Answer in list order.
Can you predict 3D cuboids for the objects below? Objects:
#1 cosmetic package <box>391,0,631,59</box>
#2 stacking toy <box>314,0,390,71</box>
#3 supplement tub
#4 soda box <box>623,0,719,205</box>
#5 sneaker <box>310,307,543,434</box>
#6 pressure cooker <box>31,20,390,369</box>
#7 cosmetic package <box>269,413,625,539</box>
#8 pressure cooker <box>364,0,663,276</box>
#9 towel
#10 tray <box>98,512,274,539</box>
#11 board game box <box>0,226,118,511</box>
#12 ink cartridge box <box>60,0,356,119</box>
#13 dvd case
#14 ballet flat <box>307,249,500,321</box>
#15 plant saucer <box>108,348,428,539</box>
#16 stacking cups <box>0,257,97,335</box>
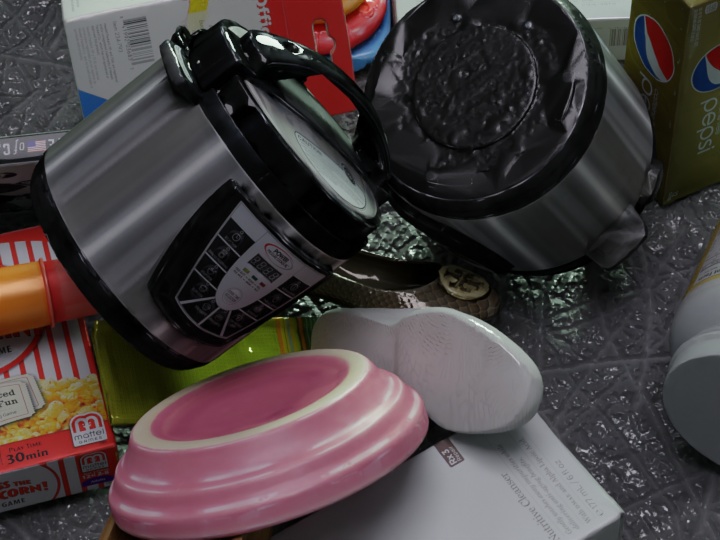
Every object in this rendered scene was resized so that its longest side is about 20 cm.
[{"bbox_3d":[0.123,-0.229,1.677,0.199,0.052,0.151,-3,52,0],"label":"cosmetic package"},{"bbox_3d":[-0.035,-0.250,1.604,0.116,0.200,0.110,0,50,1],"label":"stacking toy"},{"bbox_3d":[0.288,0.024,1.402,0.145,0.146,0.200,18,54,17],"label":"supplement tub"},{"bbox_3d":[0.229,-0.141,1.503,0.064,0.200,0.068,-24,54,-17],"label":"soda box"},{"bbox_3d":[0.060,0.054,1.375,0.088,0.076,0.200,-3,11,-38],"label":"sneaker"},{"bbox_3d":[-0.084,-0.059,1.344,0.200,0.176,0.179,-36,89,12],"label":"pressure cooker"},{"bbox_3d":[0.049,0.179,1.324,0.200,0.081,0.113,-28,56,-20],"label":"cosmetic package"},{"bbox_3d":[0.113,-0.089,1.477,0.178,0.200,0.177,-3,72,23],"label":"pressure cooker"},{"bbox_3d":[-0.076,0.064,1.429,0.199,0.018,0.086,-1,47,-20],"label":"towel"},{"bbox_3d":[-0.103,0.157,1.298,0.098,0.037,0.200,-15,15,8],"label":"tray"},{"bbox_3d":[-0.254,0.069,1.440,0.151,0.046,0.200,-14,51,-9],"label":"board game box"},{"bbox_3d":[-0.110,-0.157,1.569,0.199,0.117,0.067,-11,24,-5],"label":"ink cartridge box"},{"bbox_3d":[-0.226,-0.067,1.503,0.199,0.150,0.025,-7,80,-3],"label":"dvd case"},{"bbox_3d":[0.000,0.000,1.486,0.199,0.047,0.067,11,21,14],"label":"ballet flat"},{"bbox_3d":[-0.060,0.098,1.297,0.200,0.051,0.201,-15,14,4],"label":"plant saucer"},{"bbox_3d":[-0.263,0.023,1.397,0.199,0.061,0.061,-13,51,-9],"label":"stacking cups"}]
